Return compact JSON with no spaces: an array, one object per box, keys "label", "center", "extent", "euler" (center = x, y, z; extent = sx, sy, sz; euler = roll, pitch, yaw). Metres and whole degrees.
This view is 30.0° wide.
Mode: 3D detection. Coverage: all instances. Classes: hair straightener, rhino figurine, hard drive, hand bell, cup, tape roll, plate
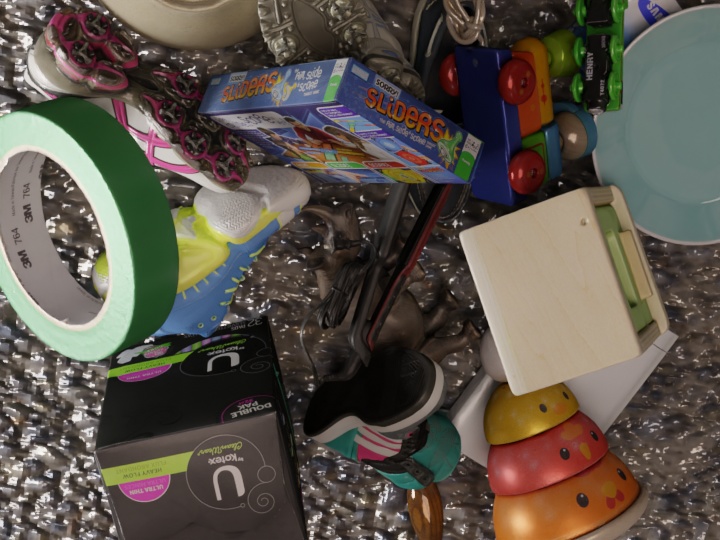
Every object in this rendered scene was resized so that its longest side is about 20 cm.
[{"label":"hair straightener","center":[0.000,0.000,1.091],"extent":[0.076,0.041,0.202],"euler":[25,93,-13]},{"label":"rhino figurine","center":[0.013,0.015,1.145],"extent":[0.087,0.060,0.200],"euler":[-39,119,8]},{"label":"hard drive","center":[0.178,0.103,1.222],"extent":[0.131,0.027,0.201],"euler":[32,104,-15]},{"label":"hand bell","center":[0.071,0.277,1.255],"extent":[0.102,0.104,0.203],"euler":[-10,97,-3]},{"label":"cup","center":[-0.124,-0.253,1.002],"extent":[0.197,0.144,0.203],"euler":[-2,110,-6]},{"label":"tape roll","center":[-0.225,-0.031,1.052],"extent":[0.048,0.199,0.203],"euler":[-27,118,-44]},{"label":"plate","center":[0.284,-0.120,1.110],"extent":[0.197,0.026,0.203],"euler":[-2,110,-5]}]

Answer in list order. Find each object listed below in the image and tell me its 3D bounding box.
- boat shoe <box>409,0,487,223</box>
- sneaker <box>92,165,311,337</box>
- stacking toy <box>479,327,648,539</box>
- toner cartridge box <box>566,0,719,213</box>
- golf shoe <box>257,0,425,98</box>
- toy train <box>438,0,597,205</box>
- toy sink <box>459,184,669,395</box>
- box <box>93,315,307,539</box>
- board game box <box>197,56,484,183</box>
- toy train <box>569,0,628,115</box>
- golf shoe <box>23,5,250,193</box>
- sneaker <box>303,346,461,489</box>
[{"label":"boat shoe","center":[0.074,-0.130,1.110],"extent":[0.074,0.062,0.203],"euler":[2,111,-13]},{"label":"sneaker","center":[-0.122,-0.010,1.136],"extent":[0.198,0.076,0.106],"euler":[-24,129,2]},{"label":"stacking toy","center":[0.151,0.142,1.167],"extent":[0.144,0.146,0.202],"euler":[-23,95,2]},{"label":"toner cartridge box","center":[0.262,-0.146,1.135],"extent":[0.095,0.043,0.200],"euler":[-40,108,7]},{"label":"golf shoe","center":[-0.027,-0.192,1.025],"extent":[0.078,0.098,0.200],"euler":[-28,148,13]},{"label":"toy train","center":[0.126,-0.164,1.046],"extent":[0.115,0.084,0.203],"euler":[-23,115,-33]},{"label":"toy sink","center":[0.171,0.009,1.071],"extent":[0.111,0.200,0.132],"euler":[-20,86,18]},{"label":"box","center":[-0.129,0.142,1.109],"extent":[0.146,0.200,0.126],"euler":[-12,111,-1]},{"label":"board game box","center":[-0.019,-0.109,1.021],"extent":[0.134,0.199,0.035],"euler":[28,78,-34]},{"label":"toy train","center":[0.193,-0.218,1.056],"extent":[0.041,0.056,0.203],"euler":[0,81,26]},{"label":"golf shoe","center":[-0.178,-0.127,1.085],"extent":[0.199,0.073,0.092],"euler":[37,139,-17]},{"label":"sneaker","center":[0.045,0.133,1.149],"extent":[0.120,0.199,0.085],"euler":[28,66,-21]}]
